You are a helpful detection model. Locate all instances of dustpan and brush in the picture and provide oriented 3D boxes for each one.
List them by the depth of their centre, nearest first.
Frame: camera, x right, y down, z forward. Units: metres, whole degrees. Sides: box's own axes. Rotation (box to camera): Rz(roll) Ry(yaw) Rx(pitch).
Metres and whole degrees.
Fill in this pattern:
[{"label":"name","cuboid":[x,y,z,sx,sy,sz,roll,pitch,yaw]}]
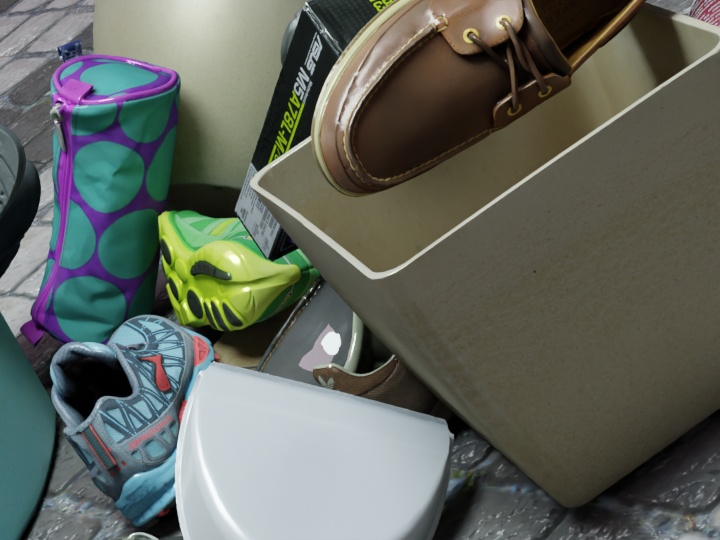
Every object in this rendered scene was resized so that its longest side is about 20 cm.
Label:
[{"label":"dustpan and brush","cuboid":[-0.035,0.149,1.085,0.138,0.057,0.201,14,45,-3]}]

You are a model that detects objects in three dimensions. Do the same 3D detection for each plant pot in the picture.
[{"label":"plant pot","cuboid":[0.095,-0.007,1.106,0.199,0.178,0.200,-35,24,-8]},{"label":"plant pot","cuboid":[-0.279,0.113,1.393,0.140,0.142,0.200,-20,17,25]},{"label":"plant pot","cuboid":[-0.096,-0.110,1.565,0.199,0.200,0.136,-8,68,42]}]

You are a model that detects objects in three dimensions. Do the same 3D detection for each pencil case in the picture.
[{"label":"pencil case","cuboid":[-0.173,-0.045,1.487,0.092,0.201,0.085,-13,36,-34]}]

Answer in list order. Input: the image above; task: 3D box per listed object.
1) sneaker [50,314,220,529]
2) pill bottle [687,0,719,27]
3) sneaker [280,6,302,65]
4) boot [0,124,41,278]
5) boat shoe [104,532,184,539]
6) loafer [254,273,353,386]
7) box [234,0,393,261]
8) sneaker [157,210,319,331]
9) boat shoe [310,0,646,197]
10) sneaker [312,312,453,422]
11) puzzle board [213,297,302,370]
[{"label":"sneaker","cuboid":[-0.139,0.065,1.338,0.079,0.096,0.200,-42,22,10]},{"label":"pill bottle","cuboid":[0.229,-0.106,1.217,0.112,0.113,0.200,-21,26,24]},{"label":"sneaker","cuboid":[0.051,-0.149,1.484,0.199,0.076,0.091,-21,45,-18]},{"label":"boot","cuboid":[-0.245,-0.040,1.448,0.165,0.066,0.200,-47,-3,16]},{"label":"boat shoe","cuboid":[-0.121,0.162,1.176,0.199,0.072,0.068,-17,32,35]},{"label":"loafer","cuboid":[-0.006,0.020,1.274,0.072,0.073,0.200,20,49,24]},{"label":"box","cuboid":[0.034,-0.106,1.243,0.192,0.048,0.200,-23,-23,-27]},{"label":"sneaker","cuboid":[-0.077,-0.001,1.425,0.083,0.075,0.200,-13,13,-18]},{"label":"boat shoe","cuboid":[0.061,-0.104,1.028,0.200,0.072,0.067,-38,23,-24]},{"label":"sneaker","cuboid":[0.041,0.003,1.225,0.070,0.075,0.201,-15,44,50]},{"label":"puzzle board","cuboid":[0.000,0.000,1.413,0.150,0.017,0.200,-9,32,44]}]
